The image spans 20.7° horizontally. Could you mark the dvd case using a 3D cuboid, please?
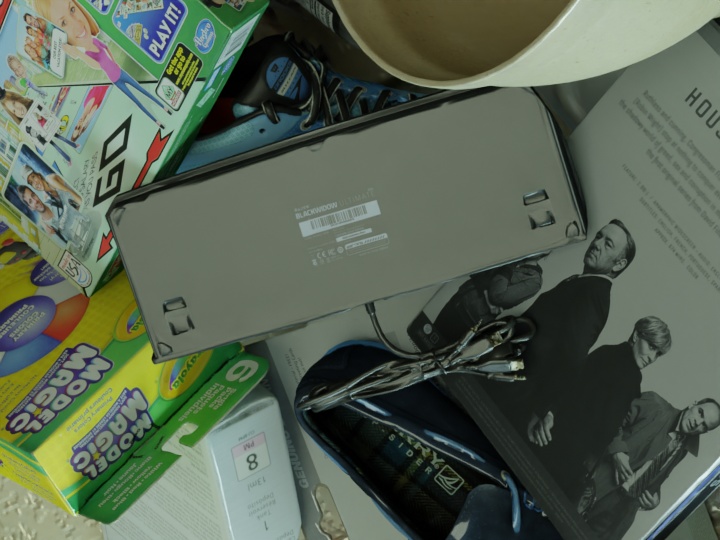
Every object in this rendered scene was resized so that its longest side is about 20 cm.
[{"bbox_3d":[0.122,0.010,0.817,0.200,0.025,0.150,-50,61,25],"label":"dvd case"}]

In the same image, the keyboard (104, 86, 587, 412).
[{"bbox_3d":[0.000,0.000,0.839,0.200,0.021,0.127,-16,98,13],"label":"keyboard"}]

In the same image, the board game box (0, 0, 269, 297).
[{"bbox_3d":[-0.130,-0.091,0.857,0.135,0.029,0.200,41,139,5],"label":"board game box"}]

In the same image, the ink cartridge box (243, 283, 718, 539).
[{"bbox_3d":[0.059,0.093,0.952,0.175,0.084,0.200,-18,96,26],"label":"ink cartridge box"}]

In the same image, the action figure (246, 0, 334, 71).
[{"bbox_3d":[-0.084,-0.085,0.979,0.130,0.069,0.200,20,107,24],"label":"action figure"}]

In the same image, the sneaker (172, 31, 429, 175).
[{"bbox_3d":[-0.021,-0.059,0.878,0.200,0.079,0.090,2,142,9],"label":"sneaker"}]

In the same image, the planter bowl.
[{"bbox_3d":[0.090,-0.163,0.749,0.200,0.135,0.201,-6,82,53],"label":"planter bowl"}]

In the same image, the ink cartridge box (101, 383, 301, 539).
[{"bbox_3d":[-0.086,0.125,1.010,0.162,0.057,0.200,29,140,49],"label":"ink cartridge box"}]

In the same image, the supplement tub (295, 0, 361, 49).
[{"bbox_3d":[-0.008,-0.183,0.888,0.200,0.122,0.123,39,115,9],"label":"supplement tub"}]

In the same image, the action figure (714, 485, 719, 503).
[{"bbox_3d":[0.200,0.083,0.844,0.200,0.105,0.194,2,111,37],"label":"action figure"}]

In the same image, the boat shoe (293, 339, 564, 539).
[{"bbox_3d":[0.046,0.116,0.878,0.200,0.069,0.084,34,114,13],"label":"boat shoe"}]

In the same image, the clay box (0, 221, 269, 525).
[{"bbox_3d":[-0.145,0.043,0.938,0.200,0.115,0.048,17,144,47],"label":"clay box"}]

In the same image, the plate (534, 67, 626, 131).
[{"bbox_3d":[0.164,-0.073,0.845,0.200,0.032,0.200,52,142,7],"label":"plate"}]
